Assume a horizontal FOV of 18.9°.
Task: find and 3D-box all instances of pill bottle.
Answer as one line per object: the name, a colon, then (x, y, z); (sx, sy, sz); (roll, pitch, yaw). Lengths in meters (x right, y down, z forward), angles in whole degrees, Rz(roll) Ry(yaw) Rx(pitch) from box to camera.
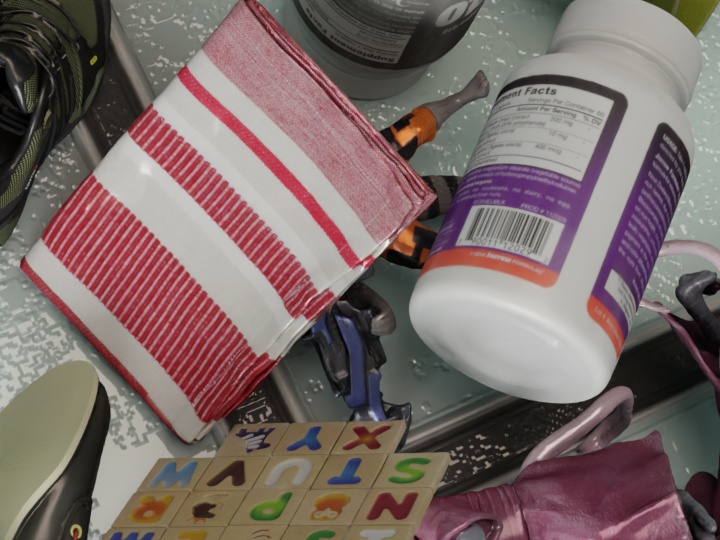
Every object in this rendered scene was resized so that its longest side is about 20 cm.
pill bottle: (0.022, -0.179, 1.191); (0.113, 0.200, 0.115); (5, 69, -12)
pill bottle: (0.110, -0.042, 1.135); (0.111, 0.111, 0.201); (26, 66, -4)

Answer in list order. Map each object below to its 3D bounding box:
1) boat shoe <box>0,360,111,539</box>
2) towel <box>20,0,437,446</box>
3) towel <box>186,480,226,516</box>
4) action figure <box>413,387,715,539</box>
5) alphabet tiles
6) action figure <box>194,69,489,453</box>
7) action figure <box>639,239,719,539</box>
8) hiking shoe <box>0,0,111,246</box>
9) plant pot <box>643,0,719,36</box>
boat shoe: (-0.173, 0.137, 1.097); (0.063, 0.073, 0.202); (49, 45, -35)
towel: (-0.074, -0.022, 1.131); (0.144, 0.023, 0.200); (46, 110, 6)
towel: (-0.049, 0.215, 1.093); (0.200, 0.036, 0.148); (51, 47, 5)
action figure: (0.074, 0.130, 1.112); (0.198, 0.134, 0.150); (-8, 58, -12)
alphabet tiles: (-0.051, 0.128, 1.073); (0.165, 0.006, 0.200); (-2, 27, 21)
action figure: (0.000, 0.000, 1.195); (0.192, 0.105, 0.202); (-16, 99, -13)
action figure: (0.221, 0.092, 1.150); (0.149, 0.133, 0.202); (29, 58, -44)
hiking shoe: (-0.179, -0.103, 1.163); (0.075, 0.101, 0.201); (21, 66, -7)
plant pot: (0.137, -0.253, 1.279); (0.199, 0.188, 0.188); (28, 64, 13)
